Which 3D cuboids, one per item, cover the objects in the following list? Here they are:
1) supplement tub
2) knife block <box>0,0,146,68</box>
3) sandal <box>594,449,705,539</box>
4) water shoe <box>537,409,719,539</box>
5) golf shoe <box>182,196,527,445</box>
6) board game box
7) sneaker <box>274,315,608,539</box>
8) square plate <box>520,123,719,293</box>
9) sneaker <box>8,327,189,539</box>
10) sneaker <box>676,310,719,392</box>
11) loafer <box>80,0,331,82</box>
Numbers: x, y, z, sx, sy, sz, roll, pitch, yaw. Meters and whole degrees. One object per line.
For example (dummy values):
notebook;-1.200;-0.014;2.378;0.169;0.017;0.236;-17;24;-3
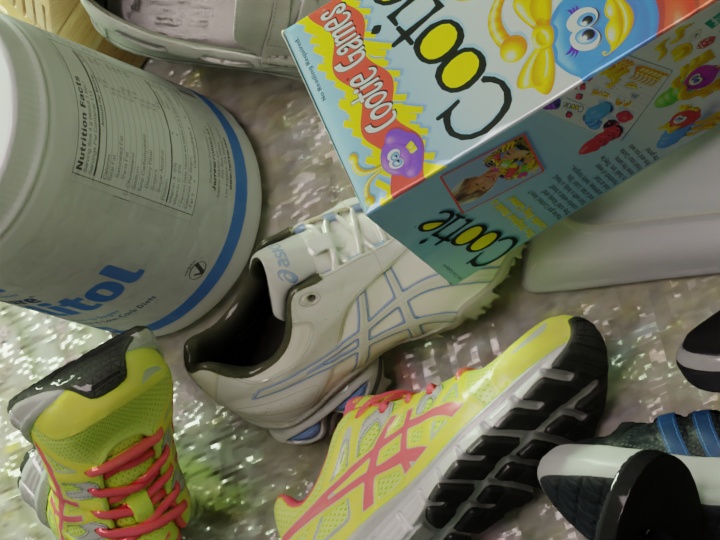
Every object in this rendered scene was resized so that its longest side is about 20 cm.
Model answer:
supplement tub;-0.152;-0.046;1.432;0.132;0.200;0.133;-8;75;33
knife block;-0.108;-0.182;1.529;0.064;0.175;0.201;42;148;35
sandal;0.138;0.165;1.227;0.045;0.075;0.201;8;117;38
water shoe;0.170;0.084;1.274;0.199;0.072;0.079;-1;45;42
golf shoe;0.000;0.000;1.374;0.200;0.097;0.078;-49;49;18
board game box;0.086;-0.099;1.282;0.200;0.105;0.103;-31;62;12
sneaker;0.028;0.080;1.356;0.200;0.078;0.090;-44;56;19
square plate;0.155;-0.097;1.338;0.197;0.028;0.201;-6;76;34
sneaker;-0.112;0.096;1.397;0.078;0.200;0.090;-28;71;-14
sneaker;0.213;-0.022;1.239;0.199;0.072;0.083;-28;99;14
loafer;-0.041;-0.126;1.437;0.199;0.070;0.070;1;88;20
